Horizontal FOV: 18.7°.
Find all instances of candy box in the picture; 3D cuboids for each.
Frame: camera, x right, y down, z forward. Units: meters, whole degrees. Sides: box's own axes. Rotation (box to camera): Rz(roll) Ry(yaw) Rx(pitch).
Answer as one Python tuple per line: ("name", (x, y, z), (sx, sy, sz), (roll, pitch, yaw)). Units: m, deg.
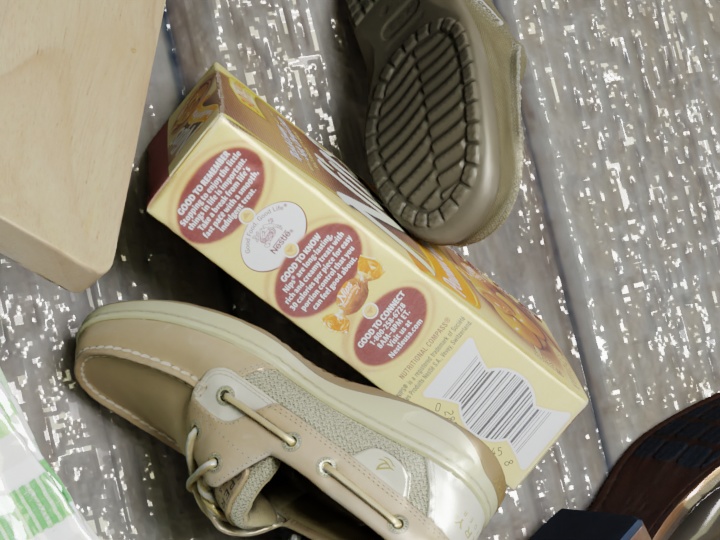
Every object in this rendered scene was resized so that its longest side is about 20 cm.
("candy box", (0.000, 0.000, 0.945), (0.200, 0.115, 0.055), (38, 99, -14))

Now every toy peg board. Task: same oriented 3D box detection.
("toy peg board", (-0.188, -0.098, 0.843), (0.199, 0.098, 0.201), (31, 44, -27))

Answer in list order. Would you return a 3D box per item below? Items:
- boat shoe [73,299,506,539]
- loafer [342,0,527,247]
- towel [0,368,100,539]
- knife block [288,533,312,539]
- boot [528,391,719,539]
("boat shoe", (-0.041, 0.072, 0.889), (0.199, 0.072, 0.065), (22, 57, 22))
("loafer", (0.043, -0.085, 0.979), (0.067, 0.076, 0.201), (27, 37, -32))
("towel", (-0.169, 0.138, 0.887), (0.152, 0.023, 0.201), (-34, 94, -27))
("knife block", (0.032, 0.171, 0.965), (0.064, 0.175, 0.201), (-49, 146, -25))
("boot", (0.159, 0.131, 1.034), (0.199, 0.075, 0.097), (-33, 111, -27))
